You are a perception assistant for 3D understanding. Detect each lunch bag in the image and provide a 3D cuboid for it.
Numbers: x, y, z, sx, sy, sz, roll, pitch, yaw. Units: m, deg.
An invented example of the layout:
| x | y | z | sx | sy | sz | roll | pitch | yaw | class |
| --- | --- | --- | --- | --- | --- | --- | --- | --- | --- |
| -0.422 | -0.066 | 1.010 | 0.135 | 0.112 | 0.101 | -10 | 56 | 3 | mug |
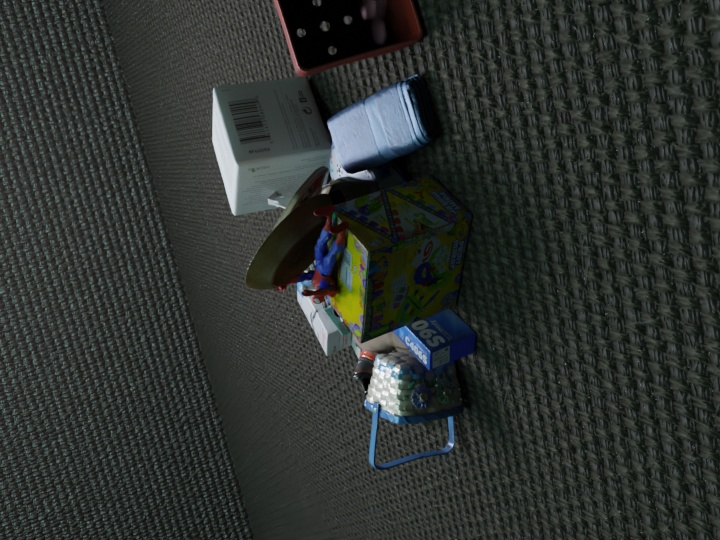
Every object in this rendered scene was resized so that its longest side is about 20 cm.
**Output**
| x | y | z | sx | sy | sz | roll | pitch | yaw | class |
| --- | --- | --- | --- | --- | --- | --- | --- | --- | --- |
| 0.015 | -0.162 | 1.510 | 0.201 | 0.075 | 0.161 | 59 | 152 | 28 | lunch bag |

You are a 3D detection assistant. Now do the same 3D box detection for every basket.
| x | y | z | sx | sy | sz | roll | pitch | yaw | class |
| --- | --- | --- | --- | --- | --- | --- | --- | --- | --- |
| 0.093 | 0.247 | 1.512 | 0.139 | 0.175 | 0.201 | 24 | 118 | 55 | basket |

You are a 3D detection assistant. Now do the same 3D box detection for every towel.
| x | y | z | sx | sy | sz | roll | pitch | yaw | class |
| --- | --- | --- | --- | --- | --- | --- | --- | --- | --- |
| 0.036 | -0.232 | 1.375 | 0.199 | 0.048 | 0.112 | -15 | 91 | 45 | towel |

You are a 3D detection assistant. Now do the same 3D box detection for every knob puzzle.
| x | y | z | sx | sy | sz | roll | pitch | yaw | class |
| --- | --- | --- | --- | --- | --- | --- | --- | --- | --- |
| -0.102 | -0.087 | 1.394 | 0.030 | 0.220 | 0.220 | 34 | 151 | 1 | knob puzzle |

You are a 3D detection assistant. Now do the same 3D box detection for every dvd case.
| x | y | z | sx | sy | sz | roll | pitch | yaw | class |
| --- | --- | --- | --- | --- | --- | --- | --- | --- | --- |
| -0.074 | 0.020 | 1.745 | 0.146 | 0.022 | 0.201 | 59 | -168 | -62 | dvd case |

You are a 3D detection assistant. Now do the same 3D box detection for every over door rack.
| x | y | z | sx | sy | sz | roll | pitch | yaw | class |
| --- | --- | --- | --- | --- | --- | --- | --- | --- | --- |
| -0.111 | -0.043 | 1.616 | 0.200 | 0.066 | 0.148 | 30 | 135 | 36 | over door rack |

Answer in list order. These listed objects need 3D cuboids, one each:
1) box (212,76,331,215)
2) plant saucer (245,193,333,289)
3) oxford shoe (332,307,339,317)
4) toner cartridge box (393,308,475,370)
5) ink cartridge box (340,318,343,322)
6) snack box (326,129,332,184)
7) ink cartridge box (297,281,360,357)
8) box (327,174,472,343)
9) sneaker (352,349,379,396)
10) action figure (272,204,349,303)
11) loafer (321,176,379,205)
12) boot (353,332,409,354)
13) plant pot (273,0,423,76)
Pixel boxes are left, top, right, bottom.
| x | y | z | sx | sy | sz | roll | pitch | yaw | class |
| --- | --- | --- | --- | --- | --- | --- | --- | --- | --- |
| -0.180 | -0.247 | 1.687 | 0.172 | 0.199 | 0.200 | 108 | 147 | -56 | box |
| -0.104 | -0.036 | 1.378 | 0.035 | 0.200 | 0.201 | 41 | 149 | 12 | plant saucer |
| 0.000 | 0.000 | 1.489 | 0.071 | 0.073 | 0.201 | 24 | 123 | 9 | oxford shoe |
| 0.104 | 0.085 | 1.467 | 0.200 | 0.095 | 0.043 | 45 | 145 | 45 | toner cartridge box |
| -0.033 | 0.024 | 1.763 | 0.200 | 0.050 | 0.163 | 1 | -112 | -81 | ink cartridge box |
| -0.048 | -0.177 | 1.700 | 0.072 | 0.024 | 0.201 | 47 | 147 | 47 | snack box |
| -0.071 | 0.108 | 1.897 | 0.201 | 0.068 | 0.116 | 59 | 163 | 26 | ink cartridge box |
| 0.058 | -0.018 | 1.368 | 0.122 | 0.192 | 0.201 | 50 | 148 | 39 | box |
| 0.047 | 0.246 | 1.655 | 0.077 | 0.082 | 0.200 | -10 | 127 | 51 | sneaker |
| -0.078 | -0.003 | 1.318 | 0.065 | 0.099 | 0.201 | 51 | 152 | 29 | action figure |
| -0.038 | -0.124 | 1.475 | 0.200 | 0.069 | 0.076 | -2 | 101 | 64 | loafer |
| 0.043 | 0.104 | 1.615 | 0.199 | 0.070 | 0.147 | 16 | 141 | 40 | boot |
| -0.043 | -0.409 | 1.325 | 0.176 | 0.199 | 0.201 | 175 | 77 | -78 | plant pot |
